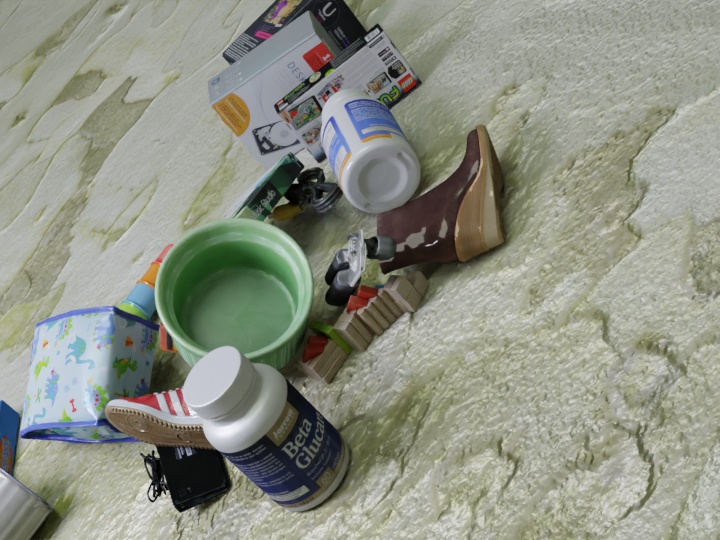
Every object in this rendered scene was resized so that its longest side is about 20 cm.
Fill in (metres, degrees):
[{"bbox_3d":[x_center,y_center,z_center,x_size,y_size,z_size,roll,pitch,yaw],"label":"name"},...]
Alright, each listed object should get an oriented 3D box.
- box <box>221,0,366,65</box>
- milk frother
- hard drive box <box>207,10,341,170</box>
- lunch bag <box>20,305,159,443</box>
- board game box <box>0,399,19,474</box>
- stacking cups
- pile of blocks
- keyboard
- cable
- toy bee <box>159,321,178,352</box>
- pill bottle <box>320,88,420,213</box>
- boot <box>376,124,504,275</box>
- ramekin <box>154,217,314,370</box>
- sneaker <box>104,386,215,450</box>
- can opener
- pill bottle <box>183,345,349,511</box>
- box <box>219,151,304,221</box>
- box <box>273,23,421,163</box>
[{"bbox_3d":[-0.107,-0.370,2.122,0.200,0.122,0.106,-44,34,-4],"label":"box"},{"bbox_3d":[-0.545,0.331,1.714,0.179,0.200,0.189,28,71,22],"label":"milk frother"},{"bbox_3d":[-0.111,-0.275,1.996,0.199,0.156,0.077,-33,36,14],"label":"hard drive box"},{"bbox_3d":[-0.390,0.150,1.807,0.198,0.127,0.172,-7,68,30],"label":"lunch bag"},{"bbox_3d":[-0.587,0.308,1.933,0.151,0.045,0.201,-30,36,16],"label":"board game box"},{"bbox_3d":[-0.331,0.048,1.956,0.060,0.061,0.201,0,49,44],"label":"stacking cups"},{"bbox_3d":[-0.010,0.054,1.626,0.200,0.062,0.082,-39,35,3],"label":"pile of blocks"},{"bbox_3d":[-0.232,0.246,1.676,0.103,0.040,0.200,-19,33,-8],"label":"keyboard"},{"bbox_3d":[-0.060,-0.106,1.840,0.097,0.051,0.199,-41,23,-21],"label":"cable"},{"bbox_3d":[-0.184,0.055,1.759,0.108,0.132,0.201,8,43,19],"label":"toy bee"},{"bbox_3d":[0.007,-0.175,1.812,0.112,0.112,0.201,-36,35,9],"label":"pill bottle"},{"bbox_3d":[0.097,-0.093,1.651,0.165,0.073,0.202,-12,51,17],"label":"boot"},{"bbox_3d":[-0.156,0.044,1.640,0.198,0.098,0.202,0,60,-1],"label":"ramekin"},{"bbox_3d":[-0.225,0.165,1.676,0.198,0.072,0.113,6,51,15],"label":"sneaker"},{"bbox_3d":[0.000,0.000,1.616,0.200,0.066,0.054,121,149,-72],"label":"can opener"},{"bbox_3d":[-0.109,0.177,1.470,0.110,0.200,0.112,-26,38,22],"label":"pill bottle"},{"bbox_3d":[-0.167,-0.071,1.813,0.144,0.036,0.201,-37,15,40],"label":"box"},{"bbox_3d":[-0.019,-0.263,1.933,0.199,0.110,0.035,-37,34,7],"label":"box"}]
